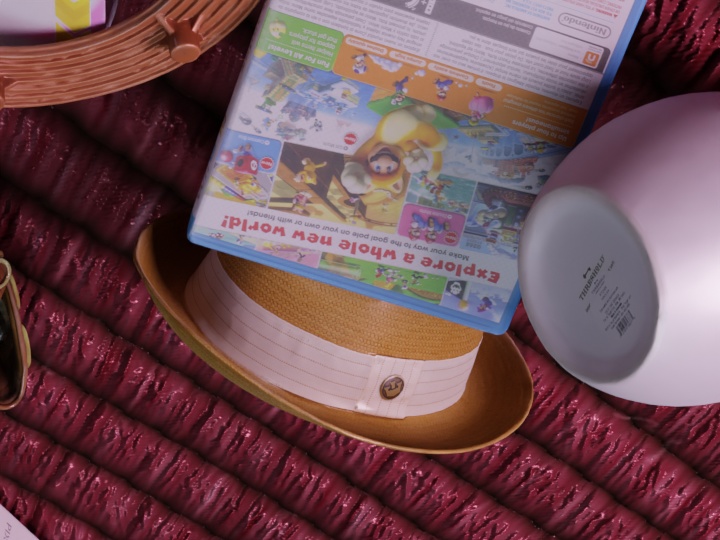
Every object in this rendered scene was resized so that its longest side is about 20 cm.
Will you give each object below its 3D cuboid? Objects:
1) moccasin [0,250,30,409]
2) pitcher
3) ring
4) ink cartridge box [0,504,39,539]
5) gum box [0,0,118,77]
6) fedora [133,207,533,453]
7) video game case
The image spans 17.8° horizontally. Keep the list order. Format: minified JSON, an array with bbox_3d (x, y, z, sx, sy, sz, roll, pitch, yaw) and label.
[{"bbox_3d":[-0.207,0.008,1.139,0.078,0.073,0.202,47,158,28],"label":"moccasin"},{"bbox_3d":[0.170,-0.035,0.920,0.199,0.121,0.172,-17,145,-36],"label":"pitcher"},{"bbox_3d":[-0.125,-0.118,0.861,0.199,0.019,0.201,-8,149,-5],"label":"ring"},{"bbox_3d":[-0.283,0.188,1.469,0.160,0.050,0.200,-8,140,25],"label":"ink cartridge box"},{"bbox_3d":[-0.148,-0.161,0.898,0.113,0.066,0.200,11,147,1],"label":"gum box"},{"bbox_3d":[0.000,0.000,1.037,0.200,0.201,0.082,19,115,-14],"label":"fedora"},{"bbox_3d":[0.027,-0.080,0.927,0.142,0.018,0.201,17,114,-11],"label":"video game case"}]
